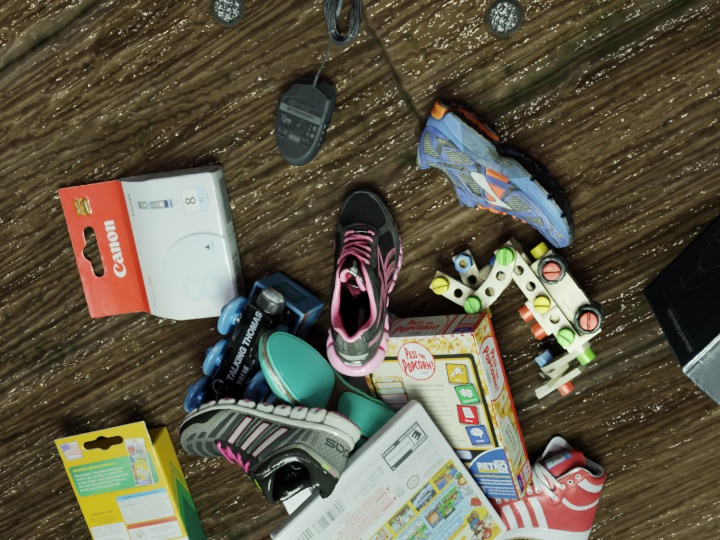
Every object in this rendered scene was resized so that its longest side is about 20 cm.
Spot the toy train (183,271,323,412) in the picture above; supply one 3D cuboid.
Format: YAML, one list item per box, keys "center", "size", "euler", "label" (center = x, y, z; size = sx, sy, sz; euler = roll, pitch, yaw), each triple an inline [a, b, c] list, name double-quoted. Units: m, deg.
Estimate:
- center: [-0.120, 0.102, 1.008]
  size: [0.086, 0.114, 0.202]
  euler: [32, 112, 16]
  label: "toy train"

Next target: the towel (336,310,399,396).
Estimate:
- center: [0.060, 0.152, 1.049]
  size: [0.199, 0.024, 0.148]
  euler: [35, 110, -5]
  label: "towel"

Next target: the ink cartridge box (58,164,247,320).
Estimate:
- center: [-0.237, -0.024, 1.019]
  size: [0.196, 0.047, 0.163]
  euler: [-7, 108, 8]
  label: "ink cartridge box"

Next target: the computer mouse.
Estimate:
- center: [-0.040, -0.206, 0.944]
  size: [0.058, 0.034, 0.203]
  euler: [26, 106, 16]
  label: "computer mouse"

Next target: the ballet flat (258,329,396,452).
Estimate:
- center: [-0.043, 0.137, 0.954]
  size: [0.199, 0.068, 0.070]
  euler: [38, 143, -22]
  label: "ballet flat"

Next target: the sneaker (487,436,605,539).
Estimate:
- center: [0.185, 0.244, 1.021]
  size: [0.196, 0.071, 0.114]
  euler: [9, 111, -19]
  label: "sneaker"

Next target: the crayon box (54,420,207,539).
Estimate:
- center: [-0.281, 0.275, 1.123]
  size: [0.123, 0.052, 0.204]
  euler: [-12, 107, 12]
  label: "crayon box"

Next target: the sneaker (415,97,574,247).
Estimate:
- center: [0.140, -0.091, 0.939]
  size: [0.199, 0.075, 0.079]
  euler: [41, 118, 2]
  label: "sneaker"

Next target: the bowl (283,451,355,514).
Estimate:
- center: [-0.030, 0.266, 1.026]
  size: [0.074, 0.199, 0.203]
  euler: [-29, 107, -19]
  label: "bowl"

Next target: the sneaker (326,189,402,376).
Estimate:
- center: [0.000, 0.000, 0.929]
  size: [0.077, 0.096, 0.204]
  euler: [-1, 67, 9]
  label: "sneaker"

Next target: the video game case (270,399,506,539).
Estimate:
- center: [0.034, 0.268, 0.931]
  size: [0.199, 0.023, 0.183]
  euler: [-40, 106, -16]
  label: "video game case"

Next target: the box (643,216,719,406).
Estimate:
- center: [0.396, 0.025, 0.865]
  size: [0.124, 0.200, 0.197]
  euler: [40, 109, -8]
  label: "box"

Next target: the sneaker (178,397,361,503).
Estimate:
- center: [-0.100, 0.184, 0.902]
  size: [0.196, 0.089, 0.074]
  euler: [0, 144, 18]
  label: "sneaker"

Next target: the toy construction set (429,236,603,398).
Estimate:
- center: [0.179, 0.048, 0.960]
  size: [0.131, 0.092, 0.201]
  euler: [-38, 100, 18]
  label: "toy construction set"

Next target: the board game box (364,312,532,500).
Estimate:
- center: [0.089, 0.149, 0.979]
  size: [0.149, 0.046, 0.203]
  euler: [-4, 113, 33]
  label: "board game box"
